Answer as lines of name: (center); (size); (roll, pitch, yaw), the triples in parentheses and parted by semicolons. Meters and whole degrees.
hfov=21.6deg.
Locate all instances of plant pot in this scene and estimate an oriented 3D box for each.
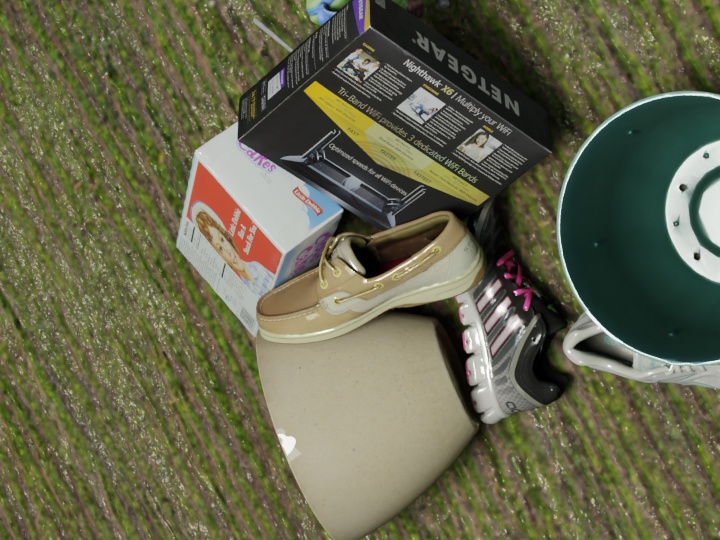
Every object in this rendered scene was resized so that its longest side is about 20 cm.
plant pot: (0.269, -0.039, 1.441); (0.199, 0.161, 0.202); (3, 98, 24)

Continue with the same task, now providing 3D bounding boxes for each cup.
cup: (0.017, 0.113, 1.593); (0.142, 0.200, 0.201); (-22, 90, 9)

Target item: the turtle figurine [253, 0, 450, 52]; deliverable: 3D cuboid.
turtle figurine: (0.034, -0.182, 1.579); (0.144, 0.200, 0.194); (-42, 105, -3)

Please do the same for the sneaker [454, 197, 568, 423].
sneaker: (0.129, 0.028, 1.577); (0.087, 0.074, 0.201); (-6, 99, 22)

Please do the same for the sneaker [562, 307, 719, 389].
sneaker: (0.258, 0.066, 1.517); (0.199, 0.080, 0.071); (-1, 98, 24)

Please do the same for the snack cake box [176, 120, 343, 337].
snack cake box: (-0.090, -0.036, 1.606); (0.115, 0.067, 0.200); (49, 158, 10)

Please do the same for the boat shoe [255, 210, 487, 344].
boat shoe: (0.000, 0.000, 1.529); (0.199, 0.074, 0.067); (-20, 127, 12)

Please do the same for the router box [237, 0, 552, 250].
router box: (0.027, -0.114, 1.486); (0.199, 0.052, 0.157); (31, 129, -31)
